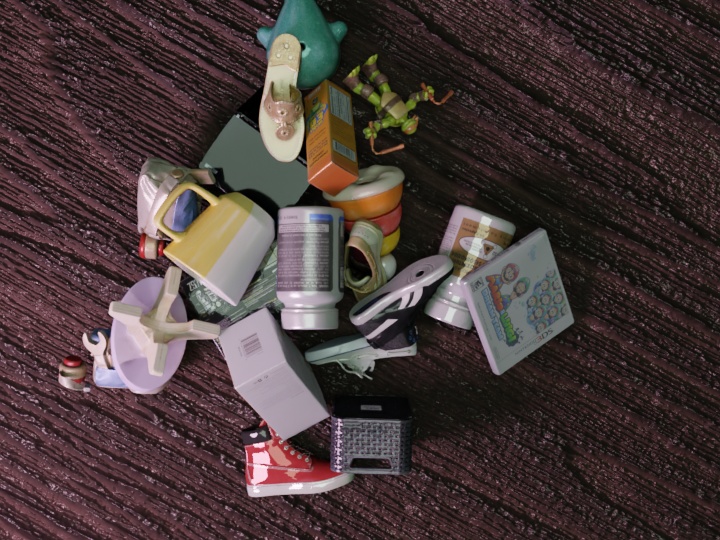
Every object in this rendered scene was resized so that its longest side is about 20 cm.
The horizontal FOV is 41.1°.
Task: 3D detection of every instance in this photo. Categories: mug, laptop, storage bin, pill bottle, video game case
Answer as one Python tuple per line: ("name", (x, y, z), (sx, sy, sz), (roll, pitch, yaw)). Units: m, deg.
("mug", (-0.226, -0.053, 1.573), (0.149, 0.187, 0.153), (32, 80, 29))
("laptop", (-0.152, -0.206, 1.681), (0.177, 0.200, 0.103), (36, 134, -3))
("storage bin", (0.018, 0.278, 1.656), (0.135, 0.200, 0.094), (2, 93, 0))
("pill bottle", (0.186, -0.005, 1.682), (0.114, 0.114, 0.200), (20, 94, -1))
("pill bottle", (-0.083, -0.003, 1.600), (0.114, 0.114, 0.200), (1, 88, 0))
("video game case", (0.275, 0.055, 1.667), (0.182, 0.024, 0.200), (-32, 117, -17))

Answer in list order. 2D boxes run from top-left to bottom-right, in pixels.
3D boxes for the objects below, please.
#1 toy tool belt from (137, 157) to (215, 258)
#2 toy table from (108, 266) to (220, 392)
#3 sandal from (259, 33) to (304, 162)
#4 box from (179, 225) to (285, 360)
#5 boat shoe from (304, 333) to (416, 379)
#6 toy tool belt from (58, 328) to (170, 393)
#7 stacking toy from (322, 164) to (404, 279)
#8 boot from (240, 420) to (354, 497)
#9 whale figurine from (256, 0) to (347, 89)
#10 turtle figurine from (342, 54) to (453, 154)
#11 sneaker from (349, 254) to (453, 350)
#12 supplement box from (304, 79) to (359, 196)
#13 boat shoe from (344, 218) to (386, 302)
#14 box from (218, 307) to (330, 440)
("toy tool belt", (-0.314, -0.095, 1.643), (0.123, 0.125, 0.200), (7, 129, -4))
("toy table", (-0.339, 0.092, 1.599), (0.184, 0.117, 0.200), (4, 70, -29))
("sandal", (-0.131, -0.286, 1.585), (0.077, 0.070, 0.212), (3, 95, 1))
("box", (-0.190, 0.037, 1.699), (0.200, 0.086, 0.164), (-32, 93, 2))
("boat shoe", (0.005, 0.157, 1.719), (0.202, 0.075, 0.086), (-13, 96, -9))
("toy tool belt", (-0.424, 0.138, 1.682), (0.200, 0.125, 0.123), (4, 107, -8))
("stacking toy", (0.024, -0.073, 1.685), (0.146, 0.146, 0.200), (-14, 108, 1))
("boot", (-0.113, 0.324, 1.728), (0.200, 0.072, 0.145), (-6, 92, 4))
("whale figurine", (-0.102, -0.416, 1.661), (0.159, 0.104, 0.200), (-2, 96, 1))
("turtle figurine", (0.056, -0.299, 1.690), (0.200, 0.064, 0.161), (-40, 89, -20))
("sneaker", (0.090, 0.063, 1.650), (0.200, 0.073, 0.112), (-32, 116, 10))
("supplement box", (-0.051, -0.227, 1.631), (0.069, 0.200, 0.067), (28, 132, -34))
("boat shoe", (0.000, 0.000, 1.655), (0.074, 0.200, 0.066), (18, 51, 22))
("box", (-0.146, 0.179, 1.638), (0.097, 0.200, 0.125), (-28, 49, 2))
